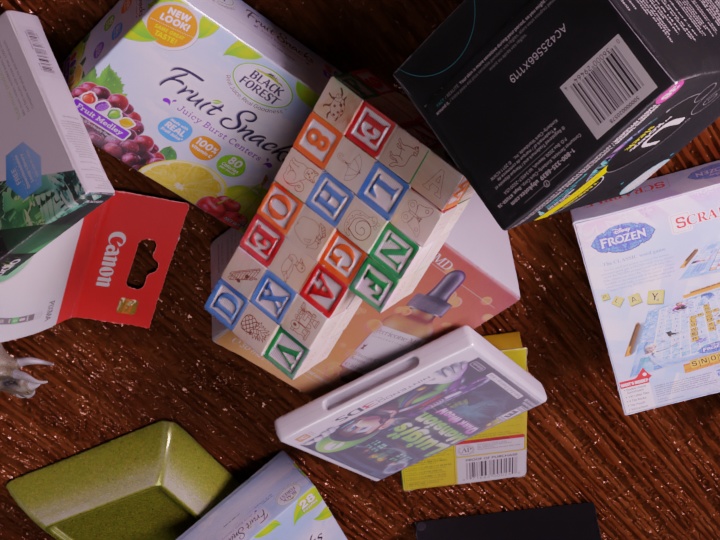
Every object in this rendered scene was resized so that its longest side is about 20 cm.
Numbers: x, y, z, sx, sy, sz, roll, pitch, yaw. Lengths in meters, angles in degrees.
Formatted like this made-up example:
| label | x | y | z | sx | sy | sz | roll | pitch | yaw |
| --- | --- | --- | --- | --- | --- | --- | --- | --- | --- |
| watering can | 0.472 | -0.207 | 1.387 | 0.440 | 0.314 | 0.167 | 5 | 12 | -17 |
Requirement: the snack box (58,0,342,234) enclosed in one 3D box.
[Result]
| label | x | y | z | sx | sy | sz | roll | pitch | yaw |
| --- | --- | --- | --- | --- | --- | --- | --- | --- | --- |
| snack box | -0.103 | -0.118 | 0.978 | 0.199 | 0.053 | 0.142 | 30 | 125 | -34 |

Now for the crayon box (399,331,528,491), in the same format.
| label | x | y | z | sx | sy | sz | roll | pitch | yaw |
| --- | --- | --- | --- | --- | --- | --- | --- | --- | --- |
| crayon box | 0.093 | 0.125 | 1.269 | 0.125 | 0.051 | 0.201 | -6 | 138 | -1 |

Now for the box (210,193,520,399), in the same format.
| label | x | y | z | sx | sy | sz | roll | pitch | yaw |
| --- | --- | --- | --- | --- | --- | --- | --- | --- | --- |
| box | 0.000 | 0.000 | 1.080 | 0.199 | 0.107 | 0.152 | -35 | 131 | 28 |

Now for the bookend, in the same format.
| label | x | y | z | sx | sy | sz | roll | pitch | yaw |
| --- | --- | --- | --- | --- | --- | --- | --- | --- | --- |
| bookend | 0.166 | 0.357 | 1.502 | 0.198 | 0.093 | 0.200 | -6 | 138 | 1 |

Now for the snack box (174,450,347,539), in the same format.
| label | x | y | z | sx | sy | sz | roll | pitch | yaw |
| --- | --- | --- | --- | --- | --- | --- | --- | --- | --- |
| snack box | -0.094 | 0.304 | 1.377 | 0.168 | 0.068 | 0.201 | -39 | 137 | -12 |

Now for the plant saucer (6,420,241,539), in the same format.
| label | x | y | z | sx | sy | sz | roll | pitch | yaw |
| --- | --- | --- | --- | --- | --- | --- | --- | --- | --- |
| plant saucer | -0.221 | 0.249 | 1.368 | 0.198 | 0.048 | 0.200 | -22 | 135 | 16 |

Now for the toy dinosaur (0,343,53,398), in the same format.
| label | x | y | z | sx | sy | sz | roll | pitch | yaw |
| --- | --- | --- | --- | --- | --- | --- | --- | --- | --- |
| toy dinosaur | -0.366 | 0.079 | 1.125 | 0.102 | 0.078 | 0.199 | -34 | 156 | 30 |

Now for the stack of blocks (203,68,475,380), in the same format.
| label | x | y | z | sx | sy | sz | roll | pitch | yaw |
| --- | --- | --- | --- | --- | --- | --- | --- | --- | --- |
| stack of blocks | -0.011 | -0.023 | 0.947 | 0.115 | 0.058 | 0.201 | 38 | 115 | 13 |

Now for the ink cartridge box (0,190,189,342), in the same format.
| label | x | y | z | sx | sy | sz | roll | pitch | yaw |
| --- | --- | --- | --- | --- | --- | --- | --- | --- | --- |
| ink cartridge box | -0.252 | -0.003 | 1.090 | 0.198 | 0.050 | 0.162 | 11 | 135 | -16 |

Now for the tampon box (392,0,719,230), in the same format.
| label | x | y | z | sx | sy | sz | roll | pitch | yaw |
| --- | --- | --- | --- | --- | --- | --- | --- | --- | --- |
| tampon box | 0.152 | -0.129 | 0.875 | 0.150 | 0.127 | 0.199 | -43 | 165 | 34 |

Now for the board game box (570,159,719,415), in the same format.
| label | x | y | z | sx | sy | sz | roll | pitch | yaw |
| --- | --- | --- | --- | --- | --- | --- | --- | --- | --- |
| board game box | 0.293 | 0.009 | 1.132 | 0.198 | 0.041 | 0.201 | -15 | 118 | 9 |

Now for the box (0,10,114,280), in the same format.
| label | x | y | z | sx | sy | sz | roll | pitch | yaw |
| --- | --- | --- | --- | --- | --- | --- | --- | --- | --- |
| box | -0.275 | -0.065 | 0.951 | 0.199 | 0.145 | 0.036 | -33 | 165 | 27 |

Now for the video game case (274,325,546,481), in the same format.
| label | x | y | z | sx | sy | sz | roll | pitch | yaw |
| --- | --- | --- | --- | --- | --- | --- | --- | --- | --- |
| video game case | 0.048 | 0.119 | 1.151 | 0.181 | 0.024 | 0.200 | -27 | 153 | 15 |
